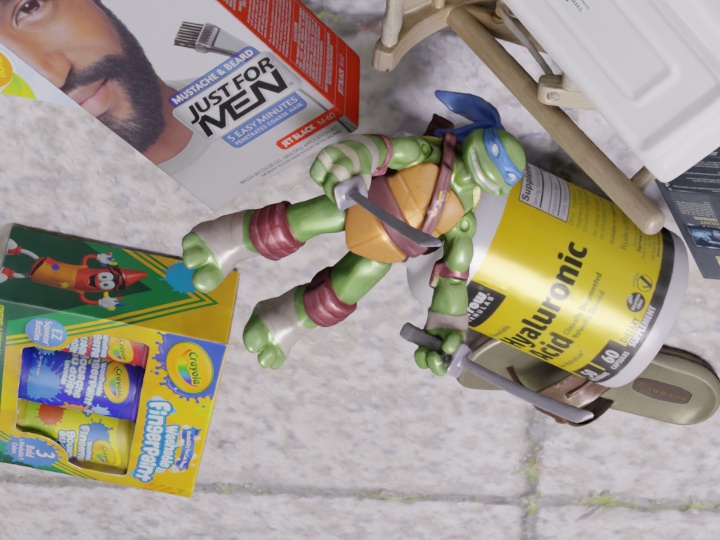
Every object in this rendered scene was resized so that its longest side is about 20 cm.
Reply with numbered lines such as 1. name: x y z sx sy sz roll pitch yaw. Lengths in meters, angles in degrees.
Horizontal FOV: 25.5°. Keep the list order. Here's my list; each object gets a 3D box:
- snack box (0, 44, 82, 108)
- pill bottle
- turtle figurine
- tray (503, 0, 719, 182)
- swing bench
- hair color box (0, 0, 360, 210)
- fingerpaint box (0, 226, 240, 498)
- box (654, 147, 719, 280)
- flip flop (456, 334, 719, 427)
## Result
1. snack box: -0.143 -0.180 0.887 0.168 0.068 0.200 10 137 -8
2. pill bottle: 0.098 -0.012 1.011 0.199 0.112 0.111 24 135 -12
3. turtle figurine: 0.000 0.000 0.874 0.193 0.201 0.144 -23 151 28
4. tray: 0.103 -0.133 0.735 0.200 0.022 0.107 50 144 -1
5. swing bench: 0.123 -0.166 0.814 0.200 0.130 0.199 35 144 21
6. hair color box: -0.103 -0.127 0.848 0.111 0.064 0.200 -27 131 29
7. fingerpaint box: -0.187 0.074 1.169 0.166 0.074 0.200 12 138 -7
8. box: 0.275 -0.051 0.941 0.199 0.051 0.158 7 145 40
9. flip flop: 0.168 0.085 1.153 0.199 0.058 0.081 14 137 -9
